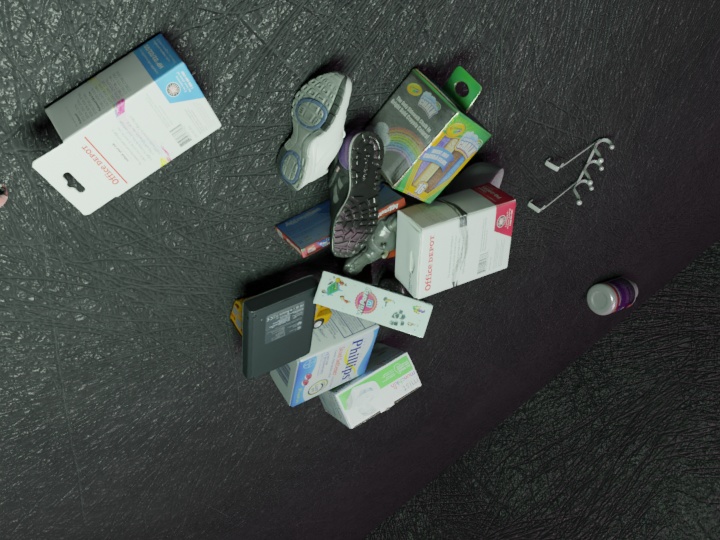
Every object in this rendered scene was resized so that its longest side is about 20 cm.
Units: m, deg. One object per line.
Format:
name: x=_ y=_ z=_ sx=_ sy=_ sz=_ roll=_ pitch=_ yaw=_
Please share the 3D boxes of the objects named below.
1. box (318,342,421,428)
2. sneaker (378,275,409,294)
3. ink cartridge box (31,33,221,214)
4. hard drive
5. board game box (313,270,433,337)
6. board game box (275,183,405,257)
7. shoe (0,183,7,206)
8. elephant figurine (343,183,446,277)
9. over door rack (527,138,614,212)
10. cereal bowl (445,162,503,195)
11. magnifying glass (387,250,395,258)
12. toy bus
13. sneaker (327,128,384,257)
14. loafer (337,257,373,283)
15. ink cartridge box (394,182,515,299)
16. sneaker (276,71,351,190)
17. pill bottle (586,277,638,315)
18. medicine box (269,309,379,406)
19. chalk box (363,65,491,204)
box: x=0.013 y=0.269 z=1.643 sx=0.199 sy=0.097 sz=0.176 roll=-28 pitch=-169 yaw=-17
sneaker: x=0.099 y=0.045 z=1.546 sx=0.088 sy=0.076 sz=0.200 roll=-46 pitch=158 yaw=-14
ink cartridge box: x=-0.279 y=-0.168 z=0.815 sx=0.200 sy=0.068 sz=0.115 roll=-36 pitch=151 yaw=-6
hard drive: x=-0.147 y=0.107 z=1.259 sx=0.139 sy=0.033 sz=0.201 roll=-22 pitch=144 yaw=-28
board game box: x=0.026 y=0.058 z=1.256 sx=0.148 sy=0.199 sz=0.065 roll=19 pitch=88 yaw=-86
board game box: x=-0.034 y=-0.092 z=1.167 sx=0.199 sy=0.103 sz=0.020 roll=-28 pitch=128 yaw=-18
shoe: x=-0.480 y=-0.072 z=0.730 sx=0.091 sy=0.072 sz=0.200 roll=-50 pitch=154 yaw=18
elephant figurine: x=0.066 y=-0.087 z=1.251 sx=0.199 sy=0.156 sz=0.141 roll=-10 pitch=175 yaw=-40
over door rack: x=0.502 y=-0.215 z=1.631 sx=0.199 sy=0.067 sz=0.148 roll=-23 pitch=147 yaw=-26
cereal bowl: x=0.203 y=-0.127 z=1.370 sx=0.200 sy=0.083 sz=0.200 roll=-56 pitch=165 yaw=-23
magnifying glass: x=0.130 y=-0.055 z=1.486 sx=0.199 sy=0.022 sz=0.080 roll=-13 pitch=142 yaw=-37
toy bus: x=-0.145 y=0.078 z=1.321 sx=0.199 sy=0.065 sz=0.078 roll=-13 pitch=141 yaw=-37
sneaker: x=-0.017 y=-0.123 z=1.098 sx=0.075 sy=0.087 sz=0.201 roll=5 pitch=104 yaw=-33
loafer: x=0.000 y=0.000 z=1.365 sx=0.073 sy=0.071 sz=0.200 roll=-25 pitch=149 yaw=-23
ink cartridge box: x=0.162 y=-0.053 z=1.211 sx=0.199 sy=0.083 sz=0.146 roll=-18 pitch=129 yaw=-23
sneaker: x=-0.059 y=-0.210 z=1.022 sx=0.087 sy=0.075 sz=0.200 roll=-27 pitch=158 yaw=-43
pill bottle: x=0.900 y=0.088 z=2.462 sx=0.199 sy=0.113 sz=0.113 roll=-11 pitch=141 yaw=-39
medicine box: x=-0.080 y=0.170 z=1.485 sx=0.199 sy=0.103 sz=0.183 roll=-21 pitch=147 yaw=-28
chalk box: x=0.114 y=-0.229 z=1.115 sx=0.200 sy=0.125 sz=0.124 roll=-47 pitch=150 yaw=18
